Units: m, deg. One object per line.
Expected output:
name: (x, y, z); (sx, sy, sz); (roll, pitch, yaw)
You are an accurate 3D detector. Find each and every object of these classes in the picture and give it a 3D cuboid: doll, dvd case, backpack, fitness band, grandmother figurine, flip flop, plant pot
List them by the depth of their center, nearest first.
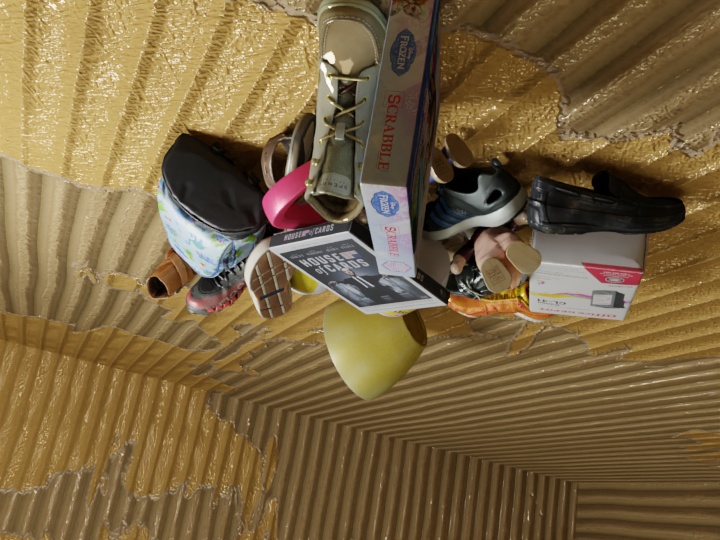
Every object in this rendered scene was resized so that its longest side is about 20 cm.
fitness band: (-0.039, -0.097, 0.921); (0.142, 0.038, 0.200); (-28, 172, 16)
doll: (0.045, -0.090, 0.924); (0.049, 0.136, 0.200); (53, 143, -2)
flip flop: (-0.095, -0.136, 0.947); (0.057, 0.082, 0.200); (29, 163, -8)
grandmother figurine: (0.165, -0.033, 0.961); (0.120, 0.200, 0.061); (-25, 107, 10)
dvd case: (0.000, 0.000, 0.983); (0.149, 0.025, 0.199); (-9, 147, 43)
backpack: (-0.206, -0.075, 1.065); (0.163, 0.154, 0.200); (38, 175, 0)
plant pot: (0.042, 0.124, 1.444); (0.141, 0.202, 0.200); (-28, 145, 21)

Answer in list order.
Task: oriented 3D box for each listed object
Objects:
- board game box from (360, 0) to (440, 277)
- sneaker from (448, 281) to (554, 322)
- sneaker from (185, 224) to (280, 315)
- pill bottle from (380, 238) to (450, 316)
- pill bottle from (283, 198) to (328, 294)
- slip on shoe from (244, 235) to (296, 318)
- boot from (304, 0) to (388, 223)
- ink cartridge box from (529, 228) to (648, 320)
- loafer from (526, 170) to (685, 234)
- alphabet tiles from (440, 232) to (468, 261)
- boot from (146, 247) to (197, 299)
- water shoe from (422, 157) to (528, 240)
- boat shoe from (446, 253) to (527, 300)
board game box: (0.043, -0.122, 0.706); (0.041, 0.203, 0.200); (7, 161, 8)
sneaker: (0.235, 0.038, 1.258); (0.197, 0.074, 0.077); (3, 154, -6)
sneaker: (-0.199, -0.007, 1.225); (0.071, 0.199, 0.098); (47, 159, 26)
pill bottle: (0.068, 0.006, 1.126); (0.103, 0.106, 0.200); (14, 168, -8)
pill bottle: (-0.069, -0.029, 1.150); (0.110, 0.114, 0.200); (14, 160, -10)
slip on shoe: (-0.129, 0.000, 1.081); (0.075, 0.061, 0.201); (-19, 155, -10)
boot: (-0.016, -0.146, 0.734); (0.071, 0.157, 0.200); (9, 161, 5)
ink cartridge box: (0.309, -0.005, 1.059); (0.145, 0.087, 0.200); (5, 158, 14)
loafer: (0.290, -0.080, 0.888); (0.197, 0.071, 0.068); (-1, -165, -12)
alphabet tiles: (0.146, -0.032, 1.176); (0.198, 0.015, 0.195); (22, 158, -30)
boot: (-0.282, -0.004, 1.245); (0.077, 0.156, 0.200); (41, 153, -6)
water shoe: (0.126, -0.095, 0.966); (0.079, 0.072, 0.199); (52, 149, -17)
boat shoe: (0.171, 0.012, 1.081); (0.072, 0.071, 0.200); (44, 167, -7)
